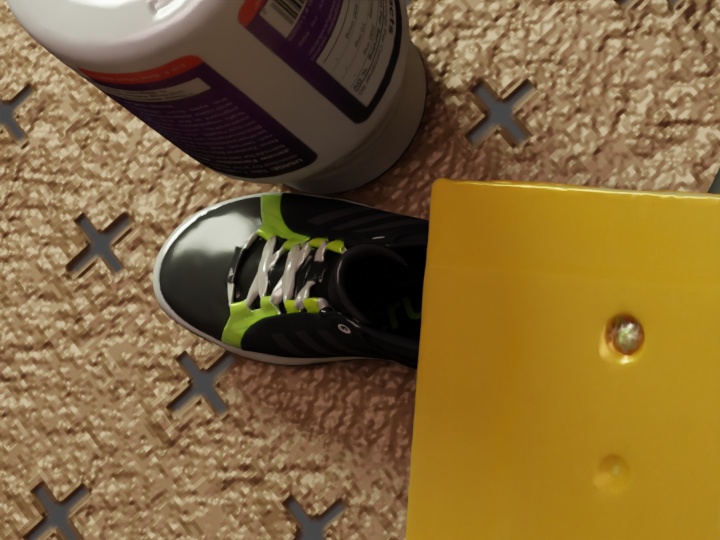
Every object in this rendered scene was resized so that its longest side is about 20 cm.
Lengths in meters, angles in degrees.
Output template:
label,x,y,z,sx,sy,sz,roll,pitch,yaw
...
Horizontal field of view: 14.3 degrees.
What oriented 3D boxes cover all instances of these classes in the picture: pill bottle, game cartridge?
label,x,y,z,sx,sy,sz,roll,pitch,yaw
pill bottle,-0.048,-0.099,1.114,0.111,0.200,0.112,-7,70,21
game cartridge,0.097,0.071,1.013,0.176,0.032,0.201,6,93,35

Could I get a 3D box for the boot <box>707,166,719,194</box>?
label,x,y,z,sx,sy,sz,roll,pitch,yaw
boot,0.205,-0.010,1.047,0.200,0.073,0.151,26,84,32

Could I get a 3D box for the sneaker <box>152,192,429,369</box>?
label,x,y,z,sx,sy,sz,roll,pitch,yaw
sneaker,0.000,0.000,1.128,0.199,0.083,0.072,8,77,26
